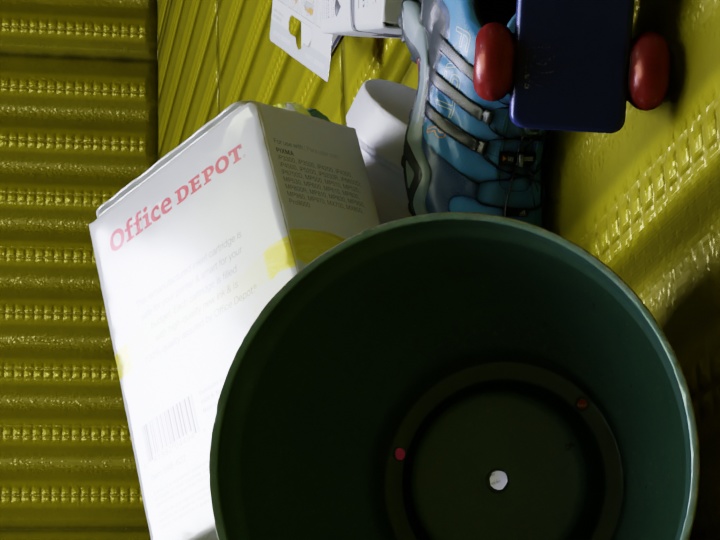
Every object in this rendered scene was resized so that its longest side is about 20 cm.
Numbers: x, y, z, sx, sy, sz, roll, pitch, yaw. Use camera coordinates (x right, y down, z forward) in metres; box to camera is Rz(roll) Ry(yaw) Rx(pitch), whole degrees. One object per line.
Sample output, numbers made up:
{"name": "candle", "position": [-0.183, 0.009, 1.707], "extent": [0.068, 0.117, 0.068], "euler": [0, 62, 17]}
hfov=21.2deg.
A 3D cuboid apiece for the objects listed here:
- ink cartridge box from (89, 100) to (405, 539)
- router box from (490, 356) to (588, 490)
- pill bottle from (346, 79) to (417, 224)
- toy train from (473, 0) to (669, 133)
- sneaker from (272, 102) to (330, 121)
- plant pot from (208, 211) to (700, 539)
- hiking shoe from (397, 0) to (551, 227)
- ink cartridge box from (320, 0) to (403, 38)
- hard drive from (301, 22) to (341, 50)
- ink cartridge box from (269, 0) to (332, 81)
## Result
{"name": "ink cartridge box", "position": [-0.053, 0.034, 1.007], "extent": [0.145, 0.083, 0.201], "euler": [-32, 62, 36]}
{"name": "router box", "position": [0.075, 0.124, 0.984], "extent": [0.200, 0.048, 0.181], "euler": [137, 133, -74]}
{"name": "pill bottle", "position": [0.000, 0.000, 1.101], "extent": [0.201, 0.115, 0.116], "euler": [-62, 20, 17]}
{"name": "toy train", "position": [0.097, -0.167, 0.862], "extent": [0.116, 0.084, 0.202], "euler": [-75, -12, -81]}
{"name": "sneaker", "position": [-0.027, -0.038, 1.518], "extent": [0.105, 0.075, 0.202], "euler": [-32, -65, -64]}
{"name": "plant pot", "position": [0.051, 0.087, 0.824], "extent": [0.134, 0.198, 0.202], "euler": [35, -127, -72]}
{"name": "hiking shoe", "position": [0.067, -0.081, 0.990], "extent": [0.087, 0.074, 0.202], "euler": [-18, 80, 58]}
{"name": "ink cartridge box", "position": [0.034, -0.212, 1.141], "extent": [0.200, 0.083, 0.147], "euler": [-153, 65, -78]}
{"name": "hard drive", "position": [-0.028, -0.293, 1.613], "extent": [0.132, 0.025, 0.202], "euler": [134, 136, -73]}
{"name": "ink cartridge box", "position": [-0.021, -0.262, 1.478], "extent": [0.163, 0.057, 0.202], "euler": [-136, 44, -64]}
